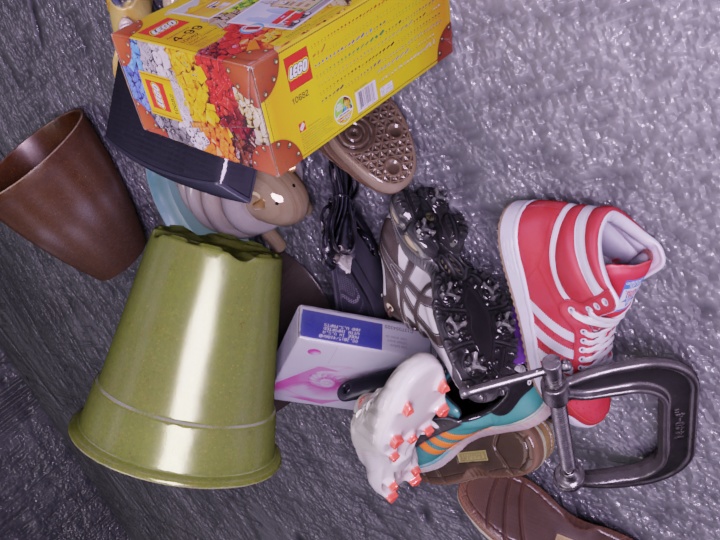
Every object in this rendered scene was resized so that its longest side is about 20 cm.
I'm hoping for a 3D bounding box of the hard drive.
[{"bbox_3d":[-0.162,-0.147,0.711,0.198,0.042,0.138,23,105,37],"label":"hard drive"}]

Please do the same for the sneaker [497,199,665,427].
[{"bbox_3d":[0.181,0.041,0.596,0.111,0.071,0.203,3,122,53],"label":"sneaker"}]

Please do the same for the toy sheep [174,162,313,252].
[{"bbox_3d":[-0.125,-0.098,0.789,0.198,0.137,0.140,26,140,35],"label":"toy sheep"}]

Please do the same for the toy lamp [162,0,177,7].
[{"bbox_3d":[-0.183,-0.238,0.790,0.058,0.058,0.203,28,138,30],"label":"toy lamp"}]

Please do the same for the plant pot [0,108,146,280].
[{"bbox_3d":[-0.402,-0.089,1.114,0.185,0.188,0.201,5,141,48],"label":"plant pot"}]

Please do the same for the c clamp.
[{"bbox_3d":[0.183,0.124,0.621,0.167,0.027,0.202,-18,132,13],"label":"c clamp"}]

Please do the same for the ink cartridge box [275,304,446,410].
[{"bbox_3d":[0.007,0.112,0.800,0.192,0.044,0.201,10,146,-14],"label":"ink cartridge box"}]

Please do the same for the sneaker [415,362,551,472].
[{"bbox_3d":[0.078,0.127,0.723,0.198,0.073,0.079,-31,136,29],"label":"sneaker"}]

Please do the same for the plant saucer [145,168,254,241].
[{"bbox_3d":[-0.198,-0.077,0.988,0.198,0.027,0.203,31,142,28],"label":"plant saucer"}]

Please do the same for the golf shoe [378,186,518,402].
[{"bbox_3d":[0.068,0.029,0.665,0.095,0.076,0.203,-56,42,46],"label":"golf shoe"}]

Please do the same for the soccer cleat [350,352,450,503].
[{"bbox_3d":[0.023,0.124,0.657,0.078,0.068,0.202,50,152,29],"label":"soccer cleat"}]

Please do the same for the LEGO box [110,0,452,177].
[{"bbox_3d":[-0.049,-0.164,0.563,0.147,0.199,0.078,22,138,35],"label":"LEGO box"}]

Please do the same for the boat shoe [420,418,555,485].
[{"bbox_3d":[0.114,0.176,0.798,0.197,0.075,0.073,-8,94,45],"label":"boat shoe"}]

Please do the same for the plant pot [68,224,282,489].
[{"bbox_3d":[-0.148,0.065,0.717,0.198,0.198,0.194,18,97,40],"label":"plant pot"}]

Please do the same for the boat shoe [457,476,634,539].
[{"bbox_3d":[0.188,0.273,0.795,0.200,0.075,0.075,27,156,19],"label":"boat shoe"}]

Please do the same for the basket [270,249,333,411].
[{"bbox_3d":[-0.134,0.105,0.925,0.134,0.199,0.183,4,125,48],"label":"basket"}]

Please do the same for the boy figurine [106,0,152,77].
[{"bbox_3d":[-0.244,-0.273,0.803,0.201,0.063,0.126,97,157,-62],"label":"boy figurine"}]

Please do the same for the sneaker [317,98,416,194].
[{"bbox_3d":[-0.024,-0.137,0.693,0.201,0.070,0.076,51,159,14],"label":"sneaker"}]

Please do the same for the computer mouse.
[{"bbox_3d":[0.000,0.000,0.761,0.051,0.140,0.202,-2,137,5],"label":"computer mouse"}]

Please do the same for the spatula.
[{"bbox_3d":[0.062,0.082,0.689,0.197,0.057,0.021,-25,138,26],"label":"spatula"}]
